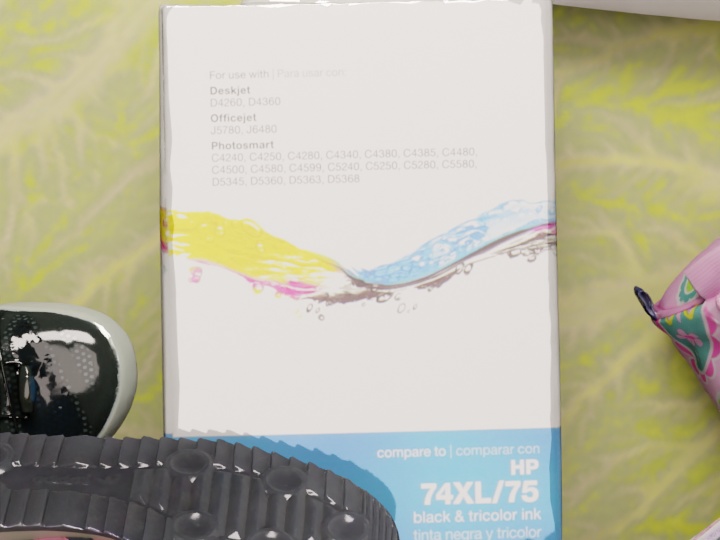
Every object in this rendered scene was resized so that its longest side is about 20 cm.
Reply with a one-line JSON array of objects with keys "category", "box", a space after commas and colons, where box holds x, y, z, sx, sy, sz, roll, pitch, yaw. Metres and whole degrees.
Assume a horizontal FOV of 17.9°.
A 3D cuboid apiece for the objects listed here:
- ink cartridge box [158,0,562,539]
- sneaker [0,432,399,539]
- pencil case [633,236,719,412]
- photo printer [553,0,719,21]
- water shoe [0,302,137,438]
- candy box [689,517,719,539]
[{"category": "ink cartridge box", "box": [0.000, 0.000, 0.881, 0.145, 0.147, 0.201, -1, 92, 1]}, {"category": "sneaker", "box": [-0.082, 0.106, 0.794, 0.199, 0.070, 0.082, 5, 125, 12]}, {"category": "pencil case", "box": [0.198, 0.068, 0.911, 0.087, 0.087, 0.200, -35, 92, 1]}, {"category": "photo printer", "box": [0.107, -0.189, 0.858, 0.165, 0.200, 0.070, 7, 49, -1]}, {"category": "water shoe", "box": [-0.180, 0.058, 0.831, 0.199, 0.079, 0.072, -11, 90, -1]}, {"category": "candy box", "box": [0.211, 0.160, 0.842, 0.200, 0.071, 0.168, 51, 124, 6]}]
